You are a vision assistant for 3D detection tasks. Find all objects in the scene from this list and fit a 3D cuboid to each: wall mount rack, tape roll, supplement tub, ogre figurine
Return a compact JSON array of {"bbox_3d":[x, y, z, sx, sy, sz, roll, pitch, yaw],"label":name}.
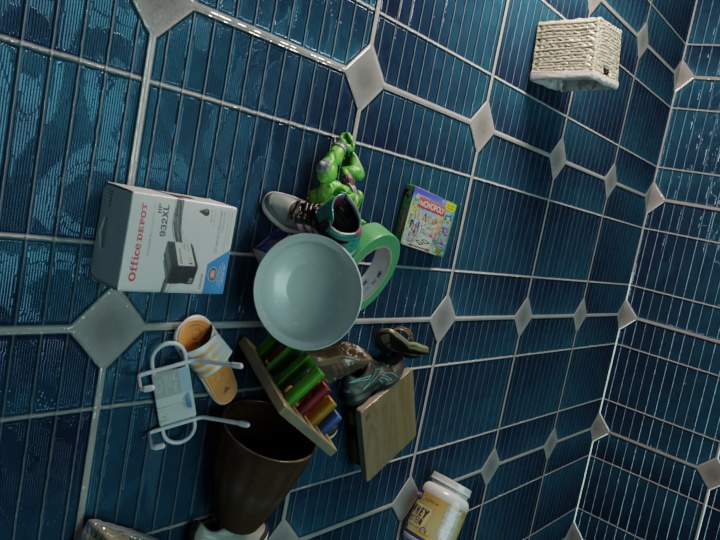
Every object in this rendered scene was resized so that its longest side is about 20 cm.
[{"bbox_3d":[-0.282,0.218,1.163,0.169,0.074,0.206,-13,117,-22],"label":"wall mount rack"},{"bbox_3d":[0.000,0.000,1.433,0.199,0.048,0.203,-38,149,-27],"label":"tape roll"},{"bbox_3d":[0.217,0.682,1.916,0.144,0.142,0.204,42,70,-48],"label":"supplement tub"},{"bbox_3d":[-0.040,-0.156,1.347,0.119,0.096,0.205,-31,139,-53],"label":"ogre figurine"}]

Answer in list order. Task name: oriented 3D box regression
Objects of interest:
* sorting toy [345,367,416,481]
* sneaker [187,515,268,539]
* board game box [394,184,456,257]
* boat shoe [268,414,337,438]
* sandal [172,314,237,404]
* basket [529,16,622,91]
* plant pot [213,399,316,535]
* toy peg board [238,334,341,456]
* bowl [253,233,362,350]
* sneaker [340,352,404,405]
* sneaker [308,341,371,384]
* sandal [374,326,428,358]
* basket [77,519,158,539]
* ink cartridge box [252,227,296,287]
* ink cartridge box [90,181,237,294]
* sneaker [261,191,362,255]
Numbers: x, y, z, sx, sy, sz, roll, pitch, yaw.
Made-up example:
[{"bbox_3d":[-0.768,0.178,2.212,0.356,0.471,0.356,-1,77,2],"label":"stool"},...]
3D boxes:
[{"bbox_3d":[0.047,0.358,1.651,0.197,0.068,0.205,-31,126,-41],"label":"sorting toy"},{"bbox_3d":[-0.252,0.511,1.340,0.198,0.073,0.082,11,89,-51],"label":"sneaker"},{"bbox_3d":[0.157,-0.116,1.658,0.198,0.029,0.139,13,93,-52],"label":"board game box"},{"bbox_3d":[-0.108,0.306,1.438,0.196,0.074,0.067,19,107,-43],"label":"boat shoe"},{"bbox_3d":[-0.256,0.165,1.221,0.079,0.058,0.210,-47,134,-29],"label":"sandal"},{"bbox_3d":[0.599,-0.593,1.908,0.195,0.196,0.166,-4,101,-50],"label":"basket"},{"bbox_3d":[-0.201,0.383,1.291,0.184,0.185,0.205,3,114,-50],"label":"plant pot"},{"bbox_3d":[-0.108,0.210,1.291,0.097,0.200,0.200,-40,135,-2],"label":"toy peg board"},{"bbox_3d":[-0.094,0.035,1.251,0.090,0.195,0.207,-131,-125,-84],"label":"bowl"},{"bbox_3d":[0.032,0.233,1.586,0.198,0.074,0.082,-29,119,-40],"label":"sneaker"},{"bbox_3d":[-0.059,0.203,1.489,0.197,0.070,0.077,7,116,-48],"label":"sneaker"},{"bbox_3d":[0.097,0.168,1.660,0.200,0.078,0.059,28,55,-54],"label":"sandal"},{"bbox_3d":[-0.386,0.548,1.105,0.203,0.158,0.199,-59,140,-15],"label":"basket"},{"bbox_3d":[-0.133,0.016,1.333,0.094,0.044,0.204,-42,132,-32],"label":"ink cartridge box"},{"bbox_3d":[-0.302,-0.045,1.072,0.197,0.082,0.150,5,100,-51],"label":"ink cartridge box"},{"bbox_3d":[-0.078,-0.102,1.232,0.196,0.121,0.085,25,60,-11],"label":"sneaker"}]
